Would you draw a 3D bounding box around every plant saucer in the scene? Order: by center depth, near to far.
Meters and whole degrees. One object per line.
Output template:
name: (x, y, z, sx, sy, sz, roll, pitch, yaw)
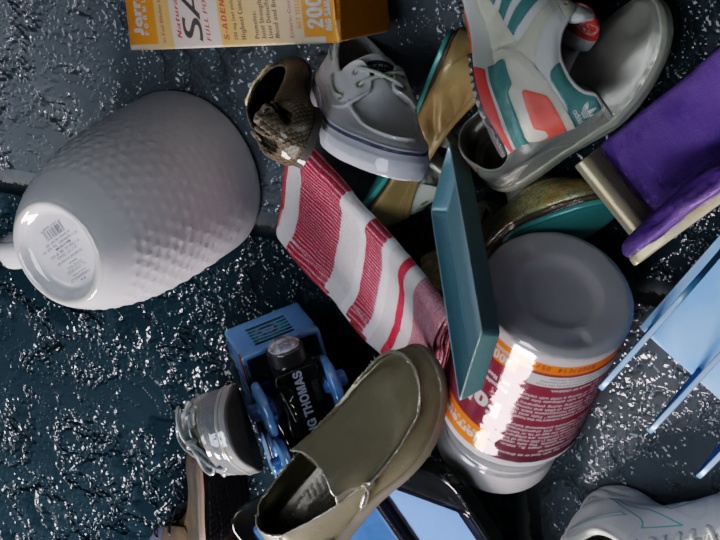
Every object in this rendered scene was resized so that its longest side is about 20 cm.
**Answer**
plant saucer: (0.074, -0.001, 1.660, 0.019, 0.200, 0.070, 4, 132, -11)

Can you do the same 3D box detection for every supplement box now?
supplement box: (-0.083, -0.232, 1.746, 0.199, 0.073, 0.127, 1, 102, 35)

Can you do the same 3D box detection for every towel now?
towel: (0.000, 0.000, 1.792, 0.200, 0.023, 0.144, 50, 156, 21)

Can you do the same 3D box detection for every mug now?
mug: (-0.207, -0.042, 1.876, 0.199, 0.175, 0.148, -14, 105, 39)

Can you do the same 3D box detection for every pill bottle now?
pill bottle: (0.122, 0.073, 1.726, 0.114, 0.114, 0.200, 36, 144, 14)

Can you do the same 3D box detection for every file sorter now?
file sorter: (0.287, 0.084, 1.624, 0.200, 0.123, 0.139, 42, 129, 6)

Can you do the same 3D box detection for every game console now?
game console: (0.027, 0.236, 1.844, 0.175, 0.117, 0.200, 16, 149, 44)

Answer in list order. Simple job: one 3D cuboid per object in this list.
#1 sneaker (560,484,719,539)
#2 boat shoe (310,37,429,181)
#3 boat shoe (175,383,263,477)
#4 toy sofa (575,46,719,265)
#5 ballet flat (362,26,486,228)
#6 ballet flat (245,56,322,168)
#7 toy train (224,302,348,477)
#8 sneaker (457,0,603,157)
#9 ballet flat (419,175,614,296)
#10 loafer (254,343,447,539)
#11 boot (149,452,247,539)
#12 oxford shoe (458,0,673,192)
sneaker: (0.241, 0.207, 1.755, 0.200, 0.080, 0.071, -5, 108, 35)
boat shoe: (0.003, -0.125, 1.696, 0.200, 0.073, 0.067, -131, 52, -61)
boat shoe: (-0.119, 0.132, 1.879, 0.064, 0.202, 0.075, -18, 94, -3)
toy sofa: (0.239, -0.095, 1.589, 0.083, 0.098, 0.200, 52, 132, 1)
ballet flat: (0.056, -0.090, 1.743, 0.063, 0.069, 0.200, 28, 129, 1)
ballet flat: (-0.065, -0.122, 1.738, 0.046, 0.200, 0.068, 21, 105, -13)
toy train: (-0.044, 0.129, 1.896, 0.114, 0.086, 0.201, -127, 17, -61)
sneaker: (0.118, -0.177, 1.622, 0.093, 0.201, 0.070, -15, 151, 11)
ballet flat: (0.113, -0.032, 1.737, 0.200, 0.071, 0.071, -38, 89, 39)
loafer: (-0.008, 0.140, 1.736, 0.076, 0.068, 0.200, 43, 107, 34)
boot: (-0.153, 0.224, 2.042, 0.097, 0.075, 0.201, 9, 120, 28)
oxford shoe: (0.142, -0.124, 1.648, 0.200, 0.058, 0.075, -39, 47, 35)
